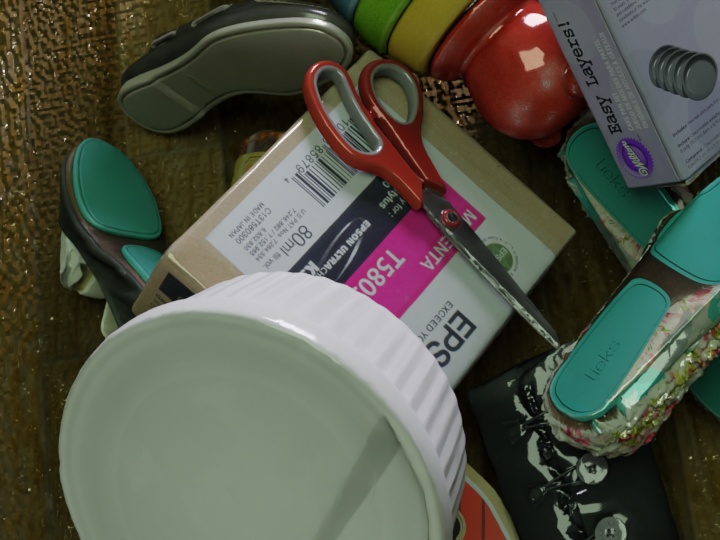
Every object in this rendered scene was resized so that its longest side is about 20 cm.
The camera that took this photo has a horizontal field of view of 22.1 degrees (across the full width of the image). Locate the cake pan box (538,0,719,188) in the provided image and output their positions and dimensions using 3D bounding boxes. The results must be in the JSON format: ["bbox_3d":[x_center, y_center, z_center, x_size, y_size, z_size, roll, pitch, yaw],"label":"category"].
[{"bbox_3d":[0.184,-0.173,1.019,0.200,0.052,0.185,-39,110,-31],"label":"cake pan box"}]

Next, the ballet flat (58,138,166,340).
[{"bbox_3d":[-0.145,-0.001,1.096,0.069,0.068,0.200,-56,40,21],"label":"ballet flat"}]

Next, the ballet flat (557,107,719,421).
[{"bbox_3d":[0.186,-0.009,1.055,0.075,0.064,0.201,-31,83,28],"label":"ballet flat"}]

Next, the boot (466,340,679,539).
[{"bbox_3d":[0.165,0.128,1.019,0.164,0.066,0.201,-18,64,0],"label":"boot"}]

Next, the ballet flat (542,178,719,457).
[{"bbox_3d":[0.175,0.019,0.981,0.200,0.064,0.076,-45,49,-4],"label":"ballet flat"}]

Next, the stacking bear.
[{"bbox_3d":[0.054,-0.158,1.051,0.200,0.122,0.114,45,53,11],"label":"stacking bear"}]

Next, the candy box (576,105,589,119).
[{"bbox_3d":[0.174,-0.188,1.128,0.136,0.061,0.201,23,75,17],"label":"candy box"}]

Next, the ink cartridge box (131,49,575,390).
[{"bbox_3d":[0.000,0.000,1.021,0.165,0.075,0.200,40,55,1],"label":"ink cartridge box"}]

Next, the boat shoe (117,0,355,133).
[{"bbox_3d":[-0.075,-0.135,1.102,0.199,0.067,0.057,-13,49,46],"label":"boat shoe"}]

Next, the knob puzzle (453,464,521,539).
[{"bbox_3d":[0.014,0.167,0.996,0.218,0.030,0.221,7,67,-16],"label":"knob puzzle"}]

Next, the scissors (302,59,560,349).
[{"bbox_3d":[0.035,-0.034,1.002,0.073,0.014,0.201,-18,72,-34],"label":"scissors"}]

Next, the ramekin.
[{"bbox_3d":[-0.039,0.094,0.904,0.201,0.094,0.204,9,115,20],"label":"ramekin"}]

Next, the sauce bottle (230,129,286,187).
[{"bbox_3d":[-0.057,0.019,1.088,0.065,0.066,0.201,4,72,10],"label":"sauce bottle"}]
